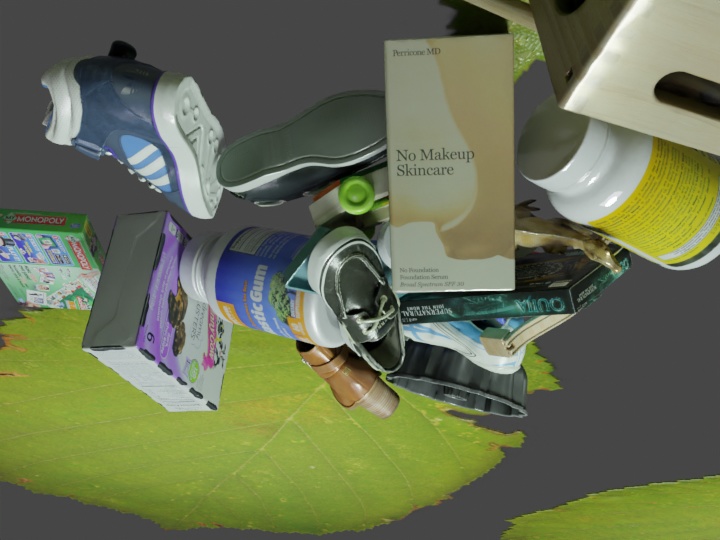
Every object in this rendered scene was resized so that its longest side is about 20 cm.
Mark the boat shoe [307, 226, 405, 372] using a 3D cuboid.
[{"bbox_3d":[0.008,0.033,0.805,0.071,0.064,0.200,-38,146,-10],"label":"boat shoe"}]

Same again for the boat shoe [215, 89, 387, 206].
[{"bbox_3d":[-0.038,-0.110,0.780,0.199,0.076,0.060,-9,156,26],"label":"boat shoe"}]

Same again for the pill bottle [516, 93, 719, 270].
[{"bbox_3d":[0.241,-0.082,0.753,0.200,0.113,0.112,22,146,-30],"label":"pill bottle"}]

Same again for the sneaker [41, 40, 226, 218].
[{"bbox_3d":[-0.212,-0.124,0.775,0.146,0.081,0.200,10,156,8],"label":"sneaker"}]

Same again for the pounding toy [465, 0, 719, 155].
[{"bbox_3d":[0.178,-0.173,0.557,0.199,0.185,0.142,12,137,-16],"label":"pounding toy"}]

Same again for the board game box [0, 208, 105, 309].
[{"bbox_3d":[-0.381,-0.008,1.033,0.134,0.029,0.200,3,150,-1],"label":"board game box"}]

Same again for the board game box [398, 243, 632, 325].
[{"bbox_3d":[0.150,0.014,0.837,0.200,0.028,0.135,-6,-166,42],"label":"board game box"}]

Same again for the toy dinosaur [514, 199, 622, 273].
[{"bbox_3d":[0.141,-0.038,0.776,0.199,0.058,0.101,7,-174,16],"label":"toy dinosaur"}]

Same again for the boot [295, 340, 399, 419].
[{"bbox_3d":[-0.041,0.138,1.207,0.155,0.077,0.200,41,175,-19],"label":"boot"}]

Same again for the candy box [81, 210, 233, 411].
[{"bbox_3d":[-0.224,0.054,0.984,0.071,0.168,0.200,-4,151,17],"label":"candy box"}]

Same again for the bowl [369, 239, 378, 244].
[{"bbox_3d":[0.009,0.029,1.051,0.200,0.039,0.201,3,150,2],"label":"bowl"}]

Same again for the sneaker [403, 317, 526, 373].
[{"bbox_3d":[0.101,0.056,0.952,0.200,0.073,0.072,17,-170,38],"label":"sneaker"}]

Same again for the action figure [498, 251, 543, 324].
[{"bbox_3d":[0.155,0.027,1.003,0.099,0.065,0.200,7,152,-20],"label":"action figure"}]

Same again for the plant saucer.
[{"bbox_3d":[0.000,0.000,0.839,0.070,0.019,0.200,-52,150,14],"label":"plant saucer"}]

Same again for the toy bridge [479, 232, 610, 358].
[{"bbox_3d":[0.208,0.020,0.873,0.067,0.200,0.027,2,126,52],"label":"toy bridge"}]

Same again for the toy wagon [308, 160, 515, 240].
[{"bbox_3d":[0.049,-0.079,0.806,0.199,0.040,0.155,-22,172,-2],"label":"toy wagon"}]

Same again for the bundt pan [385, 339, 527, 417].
[{"bbox_3d":[0.139,0.140,1.159,0.201,0.076,0.202,14,167,3],"label":"bundt pan"}]

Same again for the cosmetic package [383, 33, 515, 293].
[{"bbox_3d":[0.073,-0.087,0.681,0.105,0.201,0.071,-3,-167,6],"label":"cosmetic package"}]

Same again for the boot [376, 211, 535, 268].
[{"bbox_3d":[0.083,-0.025,0.858,0.199,0.074,0.095,-4,175,-33],"label":"boot"}]

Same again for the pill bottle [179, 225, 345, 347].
[{"bbox_3d":[-0.099,0.011,0.918,0.199,0.112,0.112,10,157,32],"label":"pill bottle"}]
